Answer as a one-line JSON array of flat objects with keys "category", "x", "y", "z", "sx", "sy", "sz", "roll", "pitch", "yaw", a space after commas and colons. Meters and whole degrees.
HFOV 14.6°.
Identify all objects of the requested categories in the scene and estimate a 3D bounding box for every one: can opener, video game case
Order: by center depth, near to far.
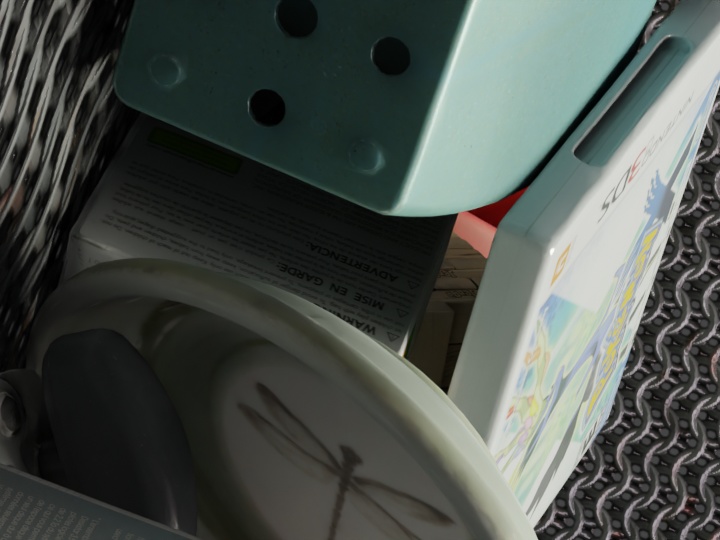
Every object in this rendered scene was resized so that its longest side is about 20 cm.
[{"category": "can opener", "x": -0.064, "y": 0.116, "z": 0.804, "sx": 0.053, "sy": 0.066, "sz": 0.200, "roll": -44, "pitch": 119, "yaw": -55}, {"category": "video game case", "x": 0.067, "y": 0.022, "z": 0.948, "sx": 0.182, "sy": 0.022, "sz": 0.200, "roll": -49, "pitch": 159, "yaw": -49}]

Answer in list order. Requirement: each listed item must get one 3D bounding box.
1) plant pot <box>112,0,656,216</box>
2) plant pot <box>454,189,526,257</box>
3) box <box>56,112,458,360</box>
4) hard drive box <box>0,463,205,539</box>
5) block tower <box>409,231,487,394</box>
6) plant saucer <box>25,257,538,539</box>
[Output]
[{"category": "plant pot", "x": 0.013, "y": -0.104, "z": 0.837, "sx": 0.200, "sy": 0.141, "sz": 0.142, "roll": -51, "pitch": 162, "yaw": -63}, {"category": "plant pot", "x": 0.019, "y": 0.013, "z": 1.431, "sx": 0.177, "sy": 0.200, "sz": 0.200, "roll": -59, "pitch": -179, "yaw": 19}, {"category": "box", "x": -0.052, "y": 0.056, "z": 0.946, "sx": 0.101, "sy": 0.112, "sz": 0.200, "roll": -67, "pitch": 178, "yaw": -53}, {"category": "hard drive box", "x": -0.053, "y": 0.158, "z": 0.751, "sx": 0.077, "sy": 0.200, "sz": 0.156, "roll": -63, "pitch": 174, "yaw": -65}, {"category": "block tower", "x": 0.000, "y": 0.000, "z": 1.070, "sx": 0.200, "sy": 0.058, "sz": 0.054, "roll": -133, "pitch": -134, "yaw": -58}, {"category": "plant saucer", "x": -0.010, "y": 0.070, "z": 0.823, "sx": 0.050, "sy": 0.200, "sz": 0.200, "roll": -42, "pitch": 162, "yaw": -33}]
